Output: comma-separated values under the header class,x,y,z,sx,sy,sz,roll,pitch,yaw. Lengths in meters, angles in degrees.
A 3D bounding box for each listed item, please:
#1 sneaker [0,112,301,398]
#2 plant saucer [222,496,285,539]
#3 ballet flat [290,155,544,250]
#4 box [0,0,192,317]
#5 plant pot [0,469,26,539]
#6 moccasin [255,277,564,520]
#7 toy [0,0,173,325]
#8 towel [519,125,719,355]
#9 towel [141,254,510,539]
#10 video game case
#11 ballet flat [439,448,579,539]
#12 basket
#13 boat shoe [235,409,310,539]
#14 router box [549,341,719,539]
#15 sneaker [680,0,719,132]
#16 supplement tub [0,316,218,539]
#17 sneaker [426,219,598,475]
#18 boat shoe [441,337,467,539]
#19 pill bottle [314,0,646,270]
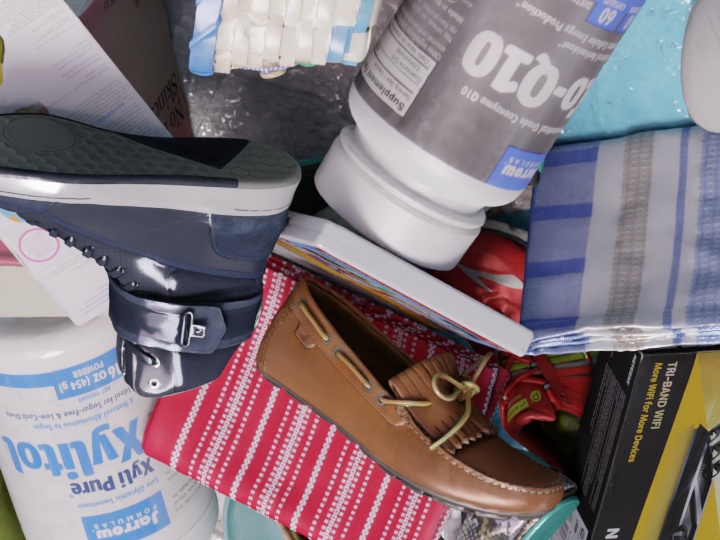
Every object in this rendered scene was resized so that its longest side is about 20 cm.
class,x,y,z,sx,sy,sz,roll,pitch,yaw
sneaker,-0.144,-0.004,1.458,0.201,0.077,0.147,7,120,-16
plant saucer,0.009,0.173,1.752,0.199,0.036,0.201,8,122,13
ballet flat,0.020,-0.048,1.576,0.199,0.068,0.069,-19,74,29
box,-0.174,-0.088,1.589,0.108,0.128,0.201,0,123,18
plant pot,-0.293,0.198,1.796,0.199,0.201,0.185,-8,130,23
moccasin,0.034,0.073,1.538,0.201,0.074,0.078,36,111,26
toy,-0.168,-0.074,1.482,0.115,0.047,0.200,-30,124,13
towel,0.184,-0.023,1.502,0.199,0.147,0.024,-6,147,25
towel,-0.025,0.083,1.603,0.199,0.022,0.145,24,93,20
video game case,0.000,0.000,1.548,0.143,0.200,0.018,29,86,-22
ballet flat,0.055,0.184,1.610,0.072,0.072,0.201,33,112,-4
basket,-0.080,-0.184,1.465,0.199,0.177,0.140,15,115,0
boat shoe,-0.053,0.100,1.658,0.200,0.069,0.074,54,139,22
router box,0.206,0.107,1.586,0.156,0.052,0.201,-4,128,-19
sneaker,0.225,-0.146,1.443,0.070,0.080,0.201,27,128,-2
supplement tub,-0.172,0.088,1.697,0.131,0.132,0.201,-2,125,20
sneaker,0.105,0.056,1.613,0.077,0.085,0.200,-25,112,29
boat shoe,0.043,0.132,1.658,0.056,0.069,0.201,3,115,20
pill bottle,0.064,-0.108,1.466,0.113,0.114,0.200,31,107,-3
